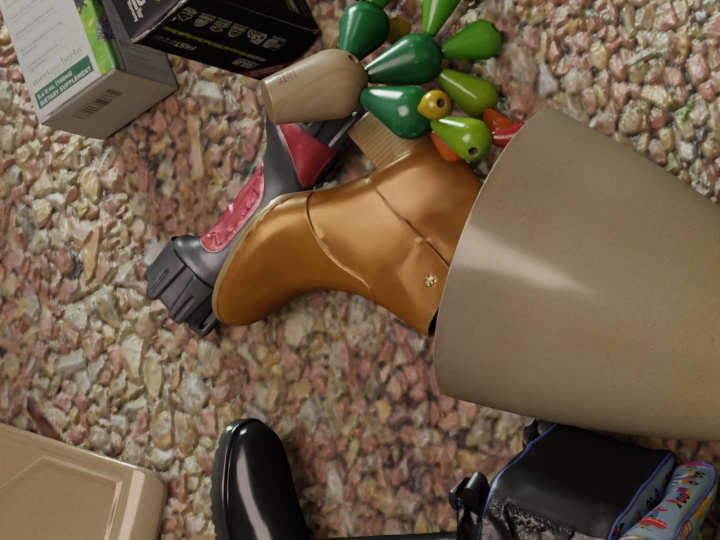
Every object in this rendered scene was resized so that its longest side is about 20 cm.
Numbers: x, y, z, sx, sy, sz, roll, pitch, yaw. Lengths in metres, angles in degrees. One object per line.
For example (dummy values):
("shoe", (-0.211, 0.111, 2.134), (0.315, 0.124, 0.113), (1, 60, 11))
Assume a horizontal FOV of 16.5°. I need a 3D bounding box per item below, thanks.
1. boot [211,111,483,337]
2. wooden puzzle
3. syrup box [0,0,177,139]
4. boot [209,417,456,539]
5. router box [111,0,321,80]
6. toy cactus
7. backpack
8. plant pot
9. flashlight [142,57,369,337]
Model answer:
("boot", (0.001, 0.000, 1.653), (0.201, 0.071, 0.144), (-48, 58, 13))
("wooden puzzle", (-0.239, 0.213, 1.805), (0.199, 0.037, 0.186), (14, 90, 30))
("syrup box", (-0.214, -0.204, 1.821), (0.079, 0.081, 0.201), (-31, 68, 25))
("boot", (-0.001, 0.179, 1.630), (0.199, 0.066, 0.166), (-2, 90, 36))
("router box", (-0.127, -0.237, 1.727), (0.062, 0.150, 0.201), (-37, 64, 24))
("toy cactus", (0.018, -0.135, 1.624), (0.164, 0.102, 0.201), (-17, 57, -11))
("backpack", (0.121, 0.208, 1.484), (0.134, 0.182, 0.201), (16, 106, 17))
("plant pot", (0.173, 0.025, 1.488), (0.199, 0.187, 0.188), (22, 95, 20))
("flashlight", (-0.075, -0.053, 1.717), (0.200, 0.068, 0.068), (-48, 34, 19))
